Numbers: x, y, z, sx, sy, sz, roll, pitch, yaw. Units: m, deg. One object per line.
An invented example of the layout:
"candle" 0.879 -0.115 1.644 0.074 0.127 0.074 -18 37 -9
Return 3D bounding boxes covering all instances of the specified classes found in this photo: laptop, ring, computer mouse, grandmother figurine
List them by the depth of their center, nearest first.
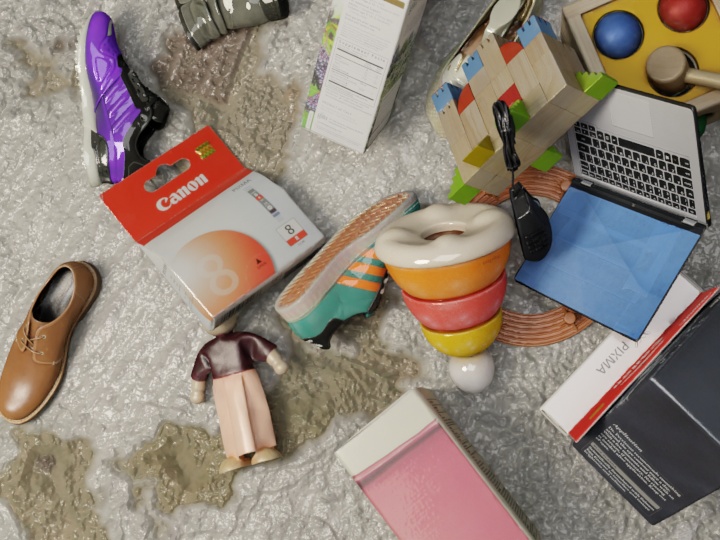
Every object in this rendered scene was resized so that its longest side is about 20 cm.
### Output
"computer mouse" 0.161 -0.086 1.149 0.034 0.200 0.059 -13 45 7
"laptop" 0.234 -0.069 1.155 0.116 0.187 0.201 -30 123 -22
"ring" 0.183 -0.018 1.269 0.199 0.019 0.202 -1 83 8
"grandmother figurine" -0.137 0.113 1.282 0.121 0.061 0.201 -17 83 6

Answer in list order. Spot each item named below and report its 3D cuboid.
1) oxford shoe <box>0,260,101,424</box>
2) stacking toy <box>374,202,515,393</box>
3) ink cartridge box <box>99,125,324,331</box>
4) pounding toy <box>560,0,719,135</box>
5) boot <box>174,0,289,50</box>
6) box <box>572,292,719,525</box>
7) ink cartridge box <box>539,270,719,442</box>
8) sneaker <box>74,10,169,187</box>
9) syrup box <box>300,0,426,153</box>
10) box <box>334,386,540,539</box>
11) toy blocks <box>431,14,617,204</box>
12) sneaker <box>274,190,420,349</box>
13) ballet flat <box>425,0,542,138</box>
"oxford shoe" -0.363 0.078 1.314 0.071 0.071 0.201 23 89 9
"stacking toy" 0.100 0.040 1.220 0.145 0.146 0.201 -8 111 7
"ink cartridge box" -0.161 -0.058 1.279 0.162 0.050 0.200 -37 82 -24
"pounding toy" 0.329 -0.210 1.205 0.183 0.142 0.201 -22 81 6
"boot" -0.164 -0.361 1.339 0.130 0.068 0.201 -13 80 13
"box" 0.331 0.114 1.109 0.117 0.200 0.197 44 64 10
"ink cartridge box" 0.261 0.081 1.166 0.045 0.176 0.200 43 91 10
"sneaker" -0.267 -0.196 1.336 0.099 0.070 0.201 -4 87 1
"syrup box" 0.006 -0.232 1.230 0.081 0.079 0.201 25 132 8
"box" 0.082 0.230 1.201 0.109 0.128 0.200 -39 79 3
"toy blocks" 0.152 -0.179 1.195 0.200 0.100 0.137 -44 47 34
"sneaker" 0.000 0.000 1.275 0.200 0.071 0.080 -44 115 -10
"ballet flat" 0.130 -0.239 1.279 0.067 0.062 0.201 31 89 11
